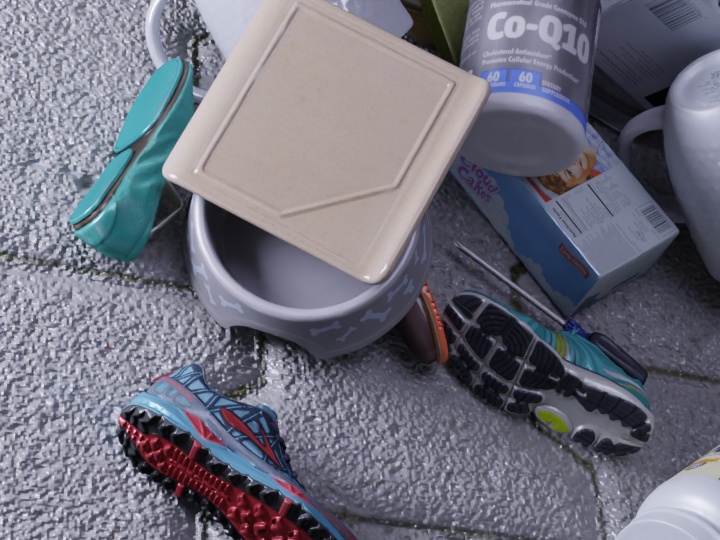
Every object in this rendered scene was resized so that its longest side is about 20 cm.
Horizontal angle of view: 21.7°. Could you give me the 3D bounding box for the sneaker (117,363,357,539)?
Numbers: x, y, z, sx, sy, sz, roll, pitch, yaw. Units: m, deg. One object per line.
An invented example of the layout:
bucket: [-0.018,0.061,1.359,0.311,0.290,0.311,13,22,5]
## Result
sneaker: [-0.072,0.137,1.347,0.199,0.079,0.096,38,46,3]

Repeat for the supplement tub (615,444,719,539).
supplement tub: [0.300,0.206,1.444,0.199,0.145,0.145,-26,71,-39]

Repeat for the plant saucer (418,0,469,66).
plant saucer: [0.112,-0.267,1.677,0.198,0.048,0.202,-17,85,-40]

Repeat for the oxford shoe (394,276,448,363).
oxford shoe: [0.000,0.000,1.506,0.072,0.071,0.201,-31,73,-12]

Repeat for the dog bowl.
dog bowl: [-0.041,-0.035,1.450,0.197,0.059,0.202,1,68,-1]

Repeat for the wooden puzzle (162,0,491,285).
wooden puzzle: [-0.025,-0.104,1.427,0.198,0.037,0.186,26,74,13]

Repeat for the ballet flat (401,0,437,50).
ballet flat: [0.010,-0.270,1.698,0.198,0.063,0.069,25,50,-9]

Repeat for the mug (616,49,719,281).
mug: [0.317,-0.095,1.638,0.176,0.198,0.148,60,42,-31]

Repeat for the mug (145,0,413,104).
mug: [-0.085,-0.219,1.547,0.176,0.199,0.148,55,7,-10]

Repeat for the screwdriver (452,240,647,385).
screwdriver: [0.159,0.033,1.572,0.200,0.029,0.028,40,48,-2]

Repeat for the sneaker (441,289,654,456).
sneaker: [0.150,0.079,1.524,0.199,0.078,0.080,33,30,-10]

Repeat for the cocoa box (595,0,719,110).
cocoa box: [0.288,-0.237,1.692,0.199,0.133,0.132,34,48,-37]

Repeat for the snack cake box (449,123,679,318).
snack cake box: [0.167,-0.071,1.632,0.114,0.067,0.201,-26,71,-36]

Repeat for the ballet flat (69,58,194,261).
ballet flat: [-0.164,-0.080,1.478,0.070,0.067,0.201,45,44,-24]

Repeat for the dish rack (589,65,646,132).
dish rack: [0.213,-0.234,1.793,0.199,0.044,0.172,31,48,-4]

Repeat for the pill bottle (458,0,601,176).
pill bottle: [0.141,-0.191,1.567,0.113,0.114,0.202,17,63,-15]
